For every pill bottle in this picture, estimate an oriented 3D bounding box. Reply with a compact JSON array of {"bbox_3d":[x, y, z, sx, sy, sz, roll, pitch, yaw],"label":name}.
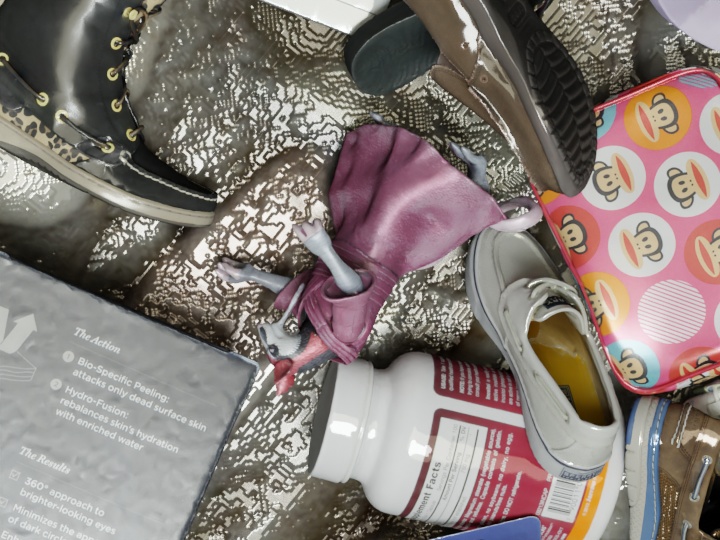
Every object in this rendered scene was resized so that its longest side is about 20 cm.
[{"bbox_3d":[0.070,0.119,1.237,0.200,0.113,0.113,14,97,-7],"label":"pill bottle"}]

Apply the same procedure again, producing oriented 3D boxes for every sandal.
[{"bbox_3d":[0.084,-0.174,1.212,0.200,0.048,0.075,-35,142,6],"label":"sandal"}]

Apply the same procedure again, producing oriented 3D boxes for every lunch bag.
[{"bbox_3d":[0.222,-0.032,1.209,0.176,0.082,0.200,-23,85,18],"label":"lunch bag"}]

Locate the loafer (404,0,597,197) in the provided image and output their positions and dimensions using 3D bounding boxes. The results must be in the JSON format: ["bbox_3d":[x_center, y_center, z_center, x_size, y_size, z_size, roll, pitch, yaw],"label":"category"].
[{"bbox_3d":[0.086,-0.134,1.169,0.071,0.073,0.200,-21,103,37],"label":"loafer"}]

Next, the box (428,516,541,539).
[{"bbox_3d":[0.074,0.252,1.247,0.121,0.032,0.200,-13,133,-3],"label":"box"}]

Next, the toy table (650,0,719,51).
[{"bbox_3d":[0.291,-0.179,1.163,0.200,0.117,0.184,-7,120,-22],"label":"toy table"}]

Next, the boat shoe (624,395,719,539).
[{"bbox_3d":[0.224,0.171,1.239,0.072,0.072,0.200,7,137,22],"label":"boat shoe"}]

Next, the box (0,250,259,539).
[{"bbox_3d":[-0.199,0.113,1.190,0.196,0.117,0.200,24,82,-9],"label":"box"}]

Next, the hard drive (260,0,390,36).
[{"bbox_3d":[-0.017,-0.269,1.213,0.132,0.027,0.200,20,96,-8],"label":"hard drive"}]

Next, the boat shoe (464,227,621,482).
[{"bbox_3d":[0.124,0.038,1.198,0.071,0.200,0.070,-1,143,-19],"label":"boat shoe"}]

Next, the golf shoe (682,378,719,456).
[{"bbox_3d":[0.265,0.097,1.214,0.097,0.200,0.078,-4,71,1],"label":"golf shoe"}]

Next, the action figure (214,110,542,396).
[{"bbox_3d":[0.000,0.000,1.210,0.149,0.134,0.200,31,83,-21],"label":"action figure"}]

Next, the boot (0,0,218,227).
[{"bbox_3d":[-0.162,-0.128,1.201,0.200,0.073,0.151,27,95,-3],"label":"boot"}]
